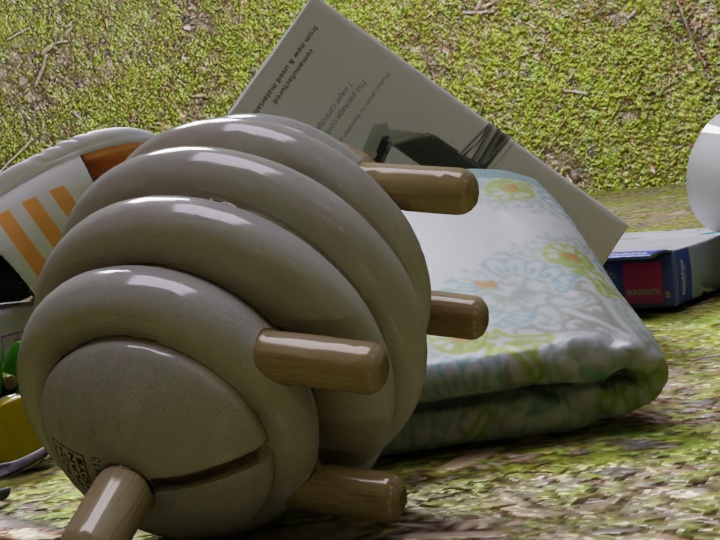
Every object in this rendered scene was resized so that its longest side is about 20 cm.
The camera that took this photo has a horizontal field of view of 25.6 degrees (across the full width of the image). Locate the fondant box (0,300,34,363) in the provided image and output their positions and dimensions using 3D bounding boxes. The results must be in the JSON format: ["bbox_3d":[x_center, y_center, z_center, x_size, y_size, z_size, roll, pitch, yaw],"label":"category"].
[{"bbox_3d":[-0.255,0.057,0.787,0.144,0.058,0.200,-5,5,19],"label":"fondant box"}]

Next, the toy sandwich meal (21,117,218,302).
[{"bbox_3d":[-0.127,-0.010,0.965,0.205,0.070,0.205,-39,16,14],"label":"toy sandwich meal"}]

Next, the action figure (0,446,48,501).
[{"bbox_3d":[-0.203,0.049,0.522,0.200,0.102,0.119,32,-45,-22],"label":"action figure"}]

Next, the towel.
[{"bbox_3d":[0.004,0.018,0.649,0.199,0.048,0.171,-8,29,-7],"label":"towel"}]

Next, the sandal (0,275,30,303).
[{"bbox_3d":[-0.282,-0.004,0.900,0.200,0.048,0.075,-4,-31,-7],"label":"sandal"}]

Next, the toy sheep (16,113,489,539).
[{"bbox_3d":[-0.038,0.019,0.498,0.138,0.138,0.200,-5,29,26],"label":"toy sheep"}]

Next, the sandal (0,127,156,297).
[{"bbox_3d":[-0.190,-0.006,0.833,0.206,0.059,0.079,-27,-15,-3],"label":"sandal"}]

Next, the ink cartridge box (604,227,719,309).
[{"bbox_3d":[0.170,-0.001,1.020,0.119,0.042,0.200,-3,3,31],"label":"ink cartridge box"}]

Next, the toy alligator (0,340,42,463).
[{"bbox_3d":[-0.195,0.061,0.648,0.199,0.054,0.059,-9,4,-27],"label":"toy alligator"}]

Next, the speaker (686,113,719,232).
[{"bbox_3d":[0.289,-0.046,0.932,0.081,0.081,0.200,-9,15,-34],"label":"speaker"}]

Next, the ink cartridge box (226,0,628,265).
[{"bbox_3d":[0.030,-0.051,0.850,0.200,0.083,0.147,35,1,-6],"label":"ink cartridge box"}]
